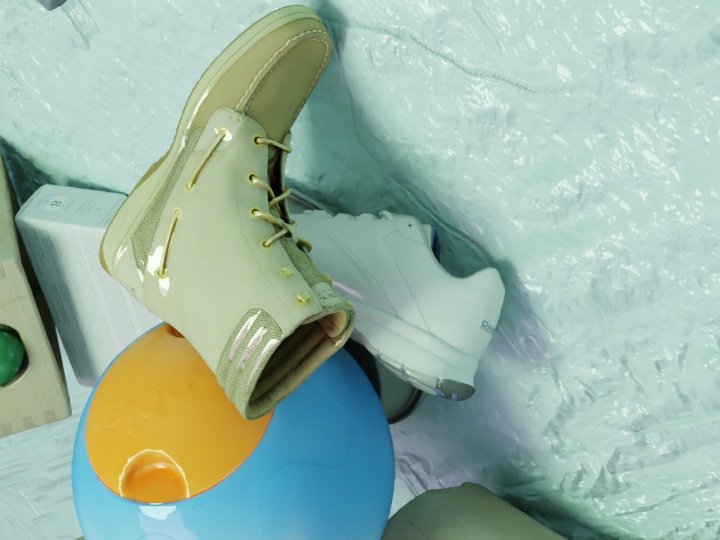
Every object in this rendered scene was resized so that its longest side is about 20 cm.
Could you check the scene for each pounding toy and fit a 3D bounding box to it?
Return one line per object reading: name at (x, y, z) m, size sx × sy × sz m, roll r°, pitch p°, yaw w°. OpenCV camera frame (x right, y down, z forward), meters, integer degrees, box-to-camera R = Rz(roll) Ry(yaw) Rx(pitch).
pounding toy at (-0.304, 0.025, 1.638) m, size 0.201 × 0.141 × 0.185 m, roll -111°, pitch 6°, yaw -50°

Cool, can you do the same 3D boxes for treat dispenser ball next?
treat dispenser ball at (-0.077, 0.122, 1.389) m, size 0.200 × 0.201 × 0.202 m, roll 33°, pitch 146°, yaw 26°

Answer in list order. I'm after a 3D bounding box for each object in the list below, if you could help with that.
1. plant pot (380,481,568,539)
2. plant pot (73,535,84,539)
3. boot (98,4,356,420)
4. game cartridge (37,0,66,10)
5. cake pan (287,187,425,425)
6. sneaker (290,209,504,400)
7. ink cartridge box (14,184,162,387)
plant pot at (0.094, 0.235, 1.413) m, size 0.183 × 0.200 × 0.202 m, roll 39°, pitch 150°, yaw 40°
plant pot at (-0.190, 0.321, 1.879) m, size 0.199 × 0.199 × 0.181 m, roll 19°, pitch 123°, yaw 41°
boot at (-0.049, -0.033, 1.284) m, size 0.155 × 0.201 × 0.073 m, roll 45°, pitch -164°, yaw 32°
game cartridge at (-0.254, -0.269, 1.439) m, size 0.200 × 0.038 × 0.130 m, roll 42°, pitch 153°, yaw 14°
cake pan at (-0.045, 0.032, 1.475) m, size 0.199 × 0.037 × 0.201 m, roll 28°, pitch 142°, yaw 24°
sneaker at (0.000, 0.000, 1.353) m, size 0.199 × 0.088 × 0.075 m, roll 29°, pitch 176°, yaw 19°
ink cartridge box at (-0.136, 0.023, 1.616) m, size 0.198 × 0.047 × 0.161 m, roll 7°, pitch 131°, yaw 28°
